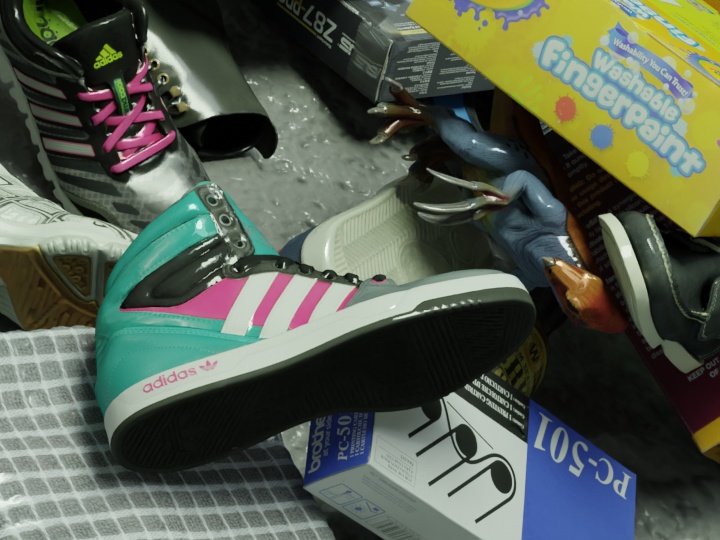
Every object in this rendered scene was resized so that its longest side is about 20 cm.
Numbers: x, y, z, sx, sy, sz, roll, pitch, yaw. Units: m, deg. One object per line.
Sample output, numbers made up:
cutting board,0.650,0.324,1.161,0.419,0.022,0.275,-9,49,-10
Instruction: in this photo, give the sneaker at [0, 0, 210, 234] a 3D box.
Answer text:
sneaker,-0.136,-0.094,1.361,0.074,0.087,0.200,-30,85,-26

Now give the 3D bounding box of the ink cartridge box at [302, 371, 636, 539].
ink cartridge box,0.057,0.101,1.260,0.200,0.044,0.094,36,46,-36

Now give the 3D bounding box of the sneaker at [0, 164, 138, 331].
sneaker,-0.169,-0.020,1.294,0.199,0.076,0.088,15,38,-23

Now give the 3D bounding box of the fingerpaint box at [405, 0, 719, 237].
fingerpaint box,0.147,-0.098,1.334,0.200,0.074,0.167,40,19,24

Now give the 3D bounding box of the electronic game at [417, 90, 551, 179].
electronic game,0.124,-0.078,1.613,0.199,0.042,0.200,21,36,-16

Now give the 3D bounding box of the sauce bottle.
sauce bottle,0.061,0.052,1.388,0.065,0.065,0.200,35,36,5

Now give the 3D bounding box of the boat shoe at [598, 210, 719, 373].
boat shoe,0.164,0.001,1.298,0.072,0.067,0.200,71,14,16

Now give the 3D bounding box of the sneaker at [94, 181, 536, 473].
sneaker,-0.031,0.010,1.176,0.199,0.084,0.121,-15,54,-12

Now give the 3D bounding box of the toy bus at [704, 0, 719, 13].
toy bus,0.272,-0.181,1.724,0.192,0.200,0.136,-4,47,-50

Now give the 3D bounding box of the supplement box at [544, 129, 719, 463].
supplement box,0.183,0.003,1.458,0.200,0.086,0.110,59,10,18

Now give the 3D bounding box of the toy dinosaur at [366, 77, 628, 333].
toy dinosaur,0.085,-0.037,1.303,0.181,0.105,0.200,31,65,34

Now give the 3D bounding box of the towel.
towel,-0.108,0.104,1.181,0.199,0.086,0.166,-2,48,-39

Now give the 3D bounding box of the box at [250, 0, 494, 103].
box,0.043,-0.170,1.617,0.199,0.049,0.161,-11,37,-38

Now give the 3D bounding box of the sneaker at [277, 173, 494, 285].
sneaker,0.000,0.000,1.397,0.200,0.084,0.075,-13,76,-61

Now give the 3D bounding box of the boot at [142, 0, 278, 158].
boot,-0.142,-0.124,1.448,0.199,0.078,0.139,-4,53,-38
